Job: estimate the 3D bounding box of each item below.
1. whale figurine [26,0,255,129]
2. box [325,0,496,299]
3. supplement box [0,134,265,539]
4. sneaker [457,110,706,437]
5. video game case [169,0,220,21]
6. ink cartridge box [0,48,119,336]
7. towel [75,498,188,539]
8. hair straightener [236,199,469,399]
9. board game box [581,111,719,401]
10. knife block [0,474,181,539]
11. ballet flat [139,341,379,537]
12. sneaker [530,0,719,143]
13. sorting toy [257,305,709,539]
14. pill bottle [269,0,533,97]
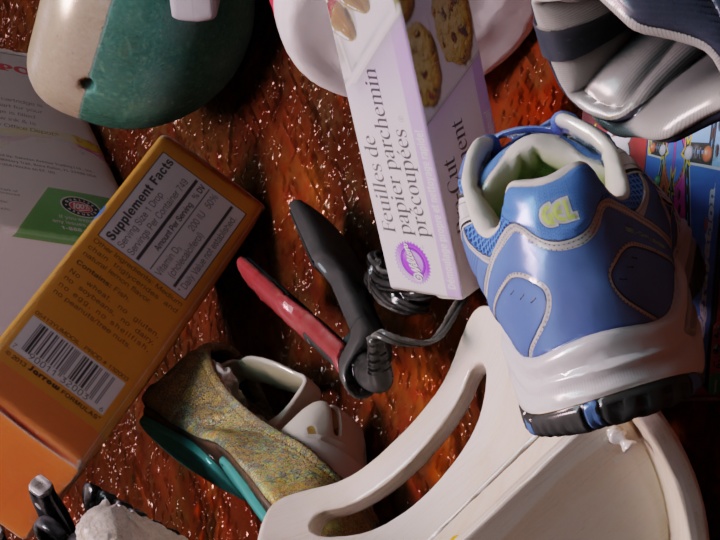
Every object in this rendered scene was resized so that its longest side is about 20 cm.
[{"bbox_3d":[-0.093,-0.158,1.240,0.159,0.103,0.201,114,175,-50],"label":"whale figurine"},{"bbox_3d":[0.016,-0.089,0.914,0.039,0.041,0.201,8,119,43],"label":"box"},{"bbox_3d":[-0.118,0.026,1.132,0.067,0.069,0.200,-51,3,42],"label":"supplement box"},{"bbox_3d":[0.069,-0.017,0.793,0.200,0.075,0.077,-101,-7,-75],"label":"sneaker"},{"bbox_3d":[-0.070,-0.237,1.076,0.182,0.024,0.201,-84,-7,-59],"label":"video game case"},{"bbox_3d":[-0.217,-0.043,1.356,0.088,0.145,0.200,-66,32,28],"label":"ink cartridge box"},{"bbox_3d":[-0.040,0.173,0.919,0.034,0.200,0.133,-24,57,20],"label":"towel"},{"bbox_3d":[0.000,0.000,1.016,0.077,0.041,0.200,-48,16,0],"label":"hair straightener"},{"bbox_3d":[0.112,-0.054,0.881,0.103,0.019,0.201,-8,75,62],"label":"board game box"},{"bbox_3d":[-0.117,0.188,1.055,0.064,0.175,0.201,24,104,40],"label":"knife block"},{"bbox_3d":[-0.034,0.078,1.073,0.200,0.070,0.071,32,109,58],"label":"ballet flat"},{"bbox_3d":[0.107,-0.125,0.781,0.146,0.077,0.203,-29,41,2],"label":"sneaker"},{"bbox_3d":[0.029,0.095,0.877,0.200,0.107,0.180,-44,31,10],"label":"sorting toy"},{"bbox_3d":[0.002,-0.175,1.027,0.111,0.110,0.201,-55,37,39],"label":"pill bottle"}]
